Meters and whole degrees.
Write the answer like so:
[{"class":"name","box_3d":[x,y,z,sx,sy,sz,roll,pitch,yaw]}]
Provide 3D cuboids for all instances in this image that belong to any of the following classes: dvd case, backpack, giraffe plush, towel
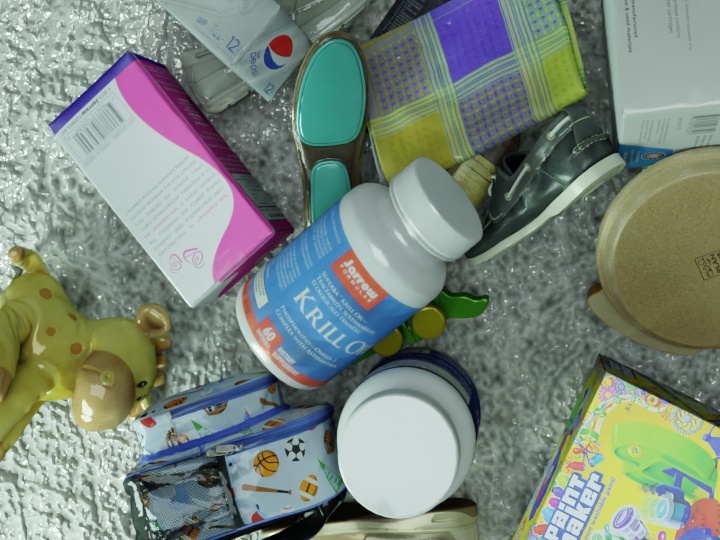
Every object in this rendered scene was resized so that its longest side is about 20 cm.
[{"class":"dvd case","box_3d":[0.076,-0.189,1.052,0.148,0.016,0.201,41,101,32]},{"class":"backpack","box_3d":[-0.105,0.167,1.058,0.187,0.200,0.157,-9,94,-4]},{"class":"giraffe plush","box_3d":[-0.257,0.087,1.099,0.160,0.173,0.203,18,62,-4]},{"class":"towel","box_3d":[0.085,-0.163,1.018,0.198,0.023,0.146,-22,67,25]}]

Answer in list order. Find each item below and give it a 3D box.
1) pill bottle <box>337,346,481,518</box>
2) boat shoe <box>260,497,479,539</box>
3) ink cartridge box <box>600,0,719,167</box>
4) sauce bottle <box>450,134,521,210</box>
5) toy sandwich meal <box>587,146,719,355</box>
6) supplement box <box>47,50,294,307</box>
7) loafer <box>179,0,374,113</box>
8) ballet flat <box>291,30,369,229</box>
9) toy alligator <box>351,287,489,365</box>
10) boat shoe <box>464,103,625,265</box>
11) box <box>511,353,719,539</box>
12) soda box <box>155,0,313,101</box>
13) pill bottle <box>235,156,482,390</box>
[{"class":"pill bottle","box_3d":[0.041,0.133,1.018,0.113,0.200,0.118,1,94,8]},{"class":"boat shoe","box_3d":[0.008,0.245,1.095,0.196,0.071,0.066,-5,92,7]},{"class":"ink cartridge box","box_3d":[0.289,-0.173,0.930,0.196,0.147,0.147,-4,79,9]},{"class":"sauce bottle","box_3d":[0.095,-0.097,1.065,0.064,0.065,0.201,36,96,4]},{"class":"toy sandwich meal","box_3d":[0.282,-0.018,1.004,0.201,0.071,0.208,4,122,7]},{"class":"supplement box","box_3d":[-0.163,-0.079,1.082,0.101,0.103,0.201,-39,87,8]},{"class":"loafer","box_3d":[-0.071,-0.214,1.076,0.198,0.070,0.070,-32,98,9]},{"class":"ballet flat","box_3d":[-0.024,-0.112,1.059,0.066,0.073,0.203,-4,114,-2]},{"class":"toy alligator","box_3d":[0.016,0.045,1.084,0.197,0.059,0.055,-22,98,16]},{"class":"boat shoe","box_3d":[0.139,-0.066,1.015,0.071,0.200,0.068,-32,83,-34]},{"class":"box","box_3d":[0.246,0.208,1.034,0.190,0.122,0.203,25,97,7]},{"class":"soda box","box_3d":[-0.130,-0.231,1.040,0.064,0.068,0.200,-48,58,3]},{"class":"pill bottle","box_3d":[0.000,0.000,1.004,0.199,0.112,0.113,-40,88,25]}]
